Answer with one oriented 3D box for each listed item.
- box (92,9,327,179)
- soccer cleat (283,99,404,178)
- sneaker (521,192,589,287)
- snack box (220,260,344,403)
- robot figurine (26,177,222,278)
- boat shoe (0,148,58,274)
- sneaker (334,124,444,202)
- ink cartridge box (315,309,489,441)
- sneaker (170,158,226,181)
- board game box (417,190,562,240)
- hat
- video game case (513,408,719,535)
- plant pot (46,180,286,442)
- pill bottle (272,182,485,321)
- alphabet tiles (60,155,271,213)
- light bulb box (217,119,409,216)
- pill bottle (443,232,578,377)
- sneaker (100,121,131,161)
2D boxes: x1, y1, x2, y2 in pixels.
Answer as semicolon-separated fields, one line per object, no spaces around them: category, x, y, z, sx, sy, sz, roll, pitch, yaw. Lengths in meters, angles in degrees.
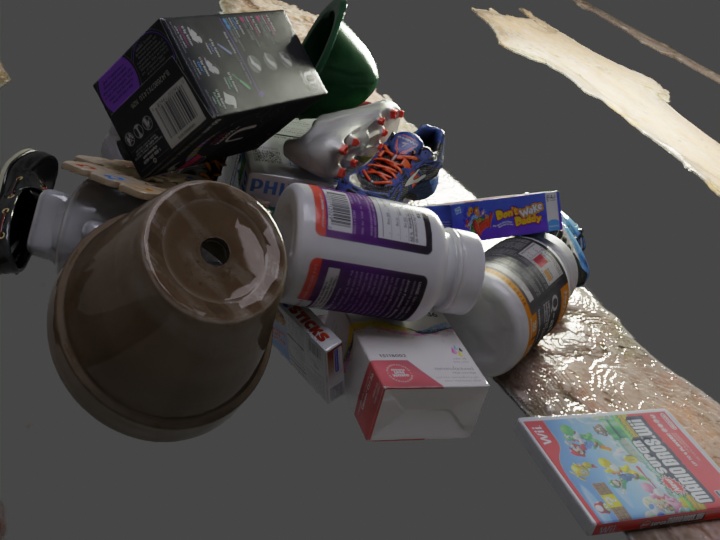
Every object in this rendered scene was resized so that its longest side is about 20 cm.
box;-0.145;-0.181;0.958;0.199;0.121;0.108;-28;89;-55
soccer cleat;-0.013;-0.159;1.095;0.076;0.071;0.200;20;29;21
sneaker;0.275;-0.043;1.292;0.088;0.080;0.201;11;29;-15
snack box;-0.082;0.045;0.953;0.024;0.073;0.200;-26;47;-25
robot figurine;-0.227;-0.023;0.956;0.196;0.115;0.170;15;0;-1
boat shoe;-0.350;-0.062;0.992;0.062;0.075;0.203;-2;35;6
sneaker;0.034;-0.111;1.024;0.074;0.080;0.200;28;30;15
ink cartridge box;0.033;0.079;0.959;0.114;0.069;0.201;3;31;-24
sneaker;-0.189;-0.116;1.093;0.077;0.201;0.078;38;2;21
board game box;0.148;-0.065;1.173;0.131;0.046;0.200;-7;4;-10
hat;0.007;-0.208;1.132;0.174;0.166;0.203;28;47;-19
video game case;0.265;0.192;0.936;0.196;0.018;0.144;1;33;-26
plant pot;-0.143;0.017;0.779;0.196;0.173;0.204;12;61;-23
pill bottle;0.016;-0.012;0.917;0.196;0.113;0.112;10;28;-21
alphabet tiles;-0.189;-0.081;0.952;0.197;0.015;0.194;21;11;29
light bulb box;-0.064;-0.094;1.153;0.194;0.127;0.201;8;30;-17
pill bottle;0.167;0.030;1.065;0.115;0.118;0.199;28;31;22
sneaker;-0.230;-0.169;1.140;0.112;0.200;0.077;-3;63;-38
